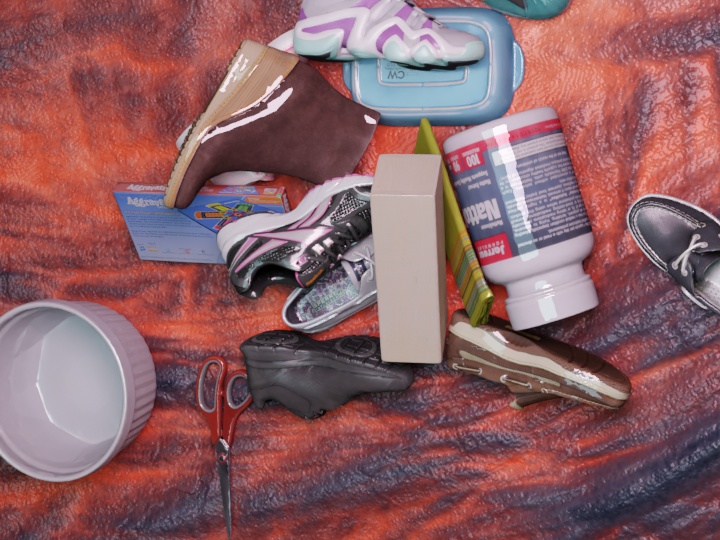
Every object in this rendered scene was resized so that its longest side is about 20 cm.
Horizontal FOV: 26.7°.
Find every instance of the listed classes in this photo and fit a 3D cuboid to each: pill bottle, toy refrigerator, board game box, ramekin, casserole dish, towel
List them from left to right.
[{"bbox_3d":[-0.324,0.127,1.706,0.198,0.105,0.202,2,96,20],"label":"ramekin"},{"bbox_3d":[-0.163,-0.050,1.643,0.198,0.020,0.103,3,135,20],"label":"board game box"},{"bbox_3d":[0.047,-0.010,1.502,0.069,0.076,0.201,1,126,9],"label":"toy refrigerator"},{"bbox_3d":[0.068,-0.210,1.560,0.198,0.039,0.122,2,95,21],"label":"casserole dish"},{"bbox_3d":[0.094,-0.048,1.520,0.018,0.086,0.202,-14,71,-10],"label":"towel"},{"bbox_3d":[0.164,-0.050,1.496,0.119,0.119,0.202,-17,89,21],"label":"pill bottle"}]

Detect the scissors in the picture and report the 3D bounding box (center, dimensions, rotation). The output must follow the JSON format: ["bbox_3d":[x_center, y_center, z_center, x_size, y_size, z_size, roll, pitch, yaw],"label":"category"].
[{"bbox_3d":[-0.160,0.196,1.702,0.073,0.014,0.202,12,101,16],"label":"scissors"}]

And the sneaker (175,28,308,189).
[{"bbox_3d":[-0.098,-0.160,1.610,0.200,0.075,0.105,-43,83,22],"label":"sneaker"}]

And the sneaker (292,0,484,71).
[{"bbox_3d":[0.031,-0.275,1.508,0.198,0.078,0.141,7,92,14],"label":"sneaker"}]

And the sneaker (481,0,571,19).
[{"bbox_3d":[0.115,-0.307,1.508,0.199,0.080,0.072,29,102,15],"label":"sneaker"}]

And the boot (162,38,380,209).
[{"bbox_3d":[-0.092,-0.117,1.545,0.166,0.072,0.201,31,97,-12],"label":"boot"}]

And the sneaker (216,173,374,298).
[{"bbox_3d":[-0.047,-0.024,1.554,0.199,0.080,0.087,-23,55,14],"label":"sneaker"}]

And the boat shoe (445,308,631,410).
[{"bbox_3d":[0.176,0.106,1.538,0.201,0.074,0.075,24,106,29],"label":"boat shoe"}]

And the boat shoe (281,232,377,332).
[{"bbox_3d":[0.000,0.000,1.589,0.199,0.068,0.072,-28,84,18],"label":"boat shoe"}]

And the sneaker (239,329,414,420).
[{"bbox_3d":[-0.034,0.116,1.622,0.198,0.076,0.092,5,107,27],"label":"sneaker"}]

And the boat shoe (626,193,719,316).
[{"bbox_3d":[0.340,-0.005,1.467,0.199,0.060,0.076,35,106,14],"label":"boat shoe"}]
